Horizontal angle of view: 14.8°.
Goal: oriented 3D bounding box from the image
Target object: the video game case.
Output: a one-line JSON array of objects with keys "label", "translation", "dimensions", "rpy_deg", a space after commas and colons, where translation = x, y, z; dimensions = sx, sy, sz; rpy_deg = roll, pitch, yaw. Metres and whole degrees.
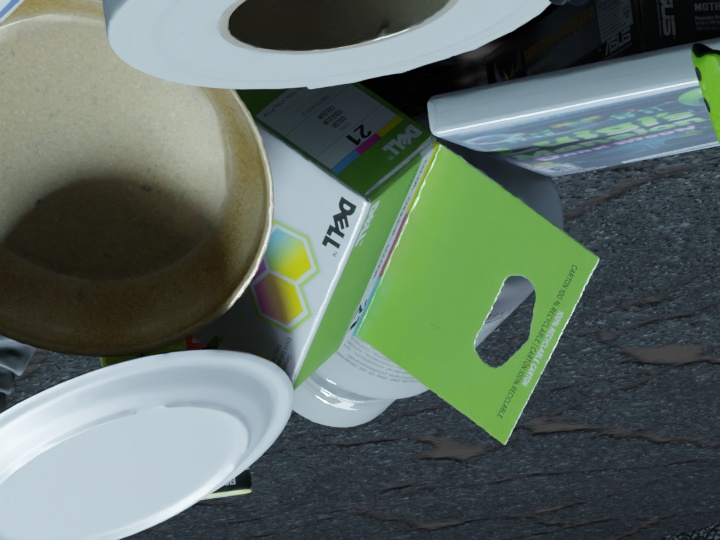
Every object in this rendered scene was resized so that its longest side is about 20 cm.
[{"label": "video game case", "translation": [0.156, -0.082, 1.367], "dimensions": [0.200, 0.023, 0.182], "rpy_deg": [-10, 171, 21]}]

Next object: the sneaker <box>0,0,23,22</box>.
[{"label": "sneaker", "translation": [-0.146, -0.152, 1.073], "dimensions": [0.199, 0.081, 0.115], "rpy_deg": [-9, 153, 29]}]

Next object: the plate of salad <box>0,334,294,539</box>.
[{"label": "plate of salad", "translation": [-0.130, 0.086, 1.389], "dimensions": [0.200, 0.048, 0.200], "rpy_deg": [-19, 155, -9]}]

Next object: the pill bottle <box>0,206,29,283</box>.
[{"label": "pill bottle", "translation": [-0.220, -0.022, 1.435], "dimensions": [0.199, 0.111, 0.111], "rpy_deg": [-11, 166, 5]}]

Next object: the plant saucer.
[{"label": "plant saucer", "translation": [-0.136, -0.051, 1.330], "dimensions": [0.200, 0.200, 0.035], "rpy_deg": [-14, -153, 19]}]

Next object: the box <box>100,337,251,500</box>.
[{"label": "box", "translation": [-0.107, 0.026, 1.504], "dimensions": [0.075, 0.201, 0.050], "rpy_deg": [-5, 174, -10]}]

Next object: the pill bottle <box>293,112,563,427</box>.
[{"label": "pill bottle", "translation": [0.020, 0.006, 1.536], "dimensions": [0.114, 0.115, 0.200], "rpy_deg": [-2, 154, -27]}]

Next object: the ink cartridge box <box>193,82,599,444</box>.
[{"label": "ink cartridge box", "translation": [0.000, 0.000, 1.394], "dimensions": [0.076, 0.200, 0.148], "rpy_deg": [-40, 160, -47]}]

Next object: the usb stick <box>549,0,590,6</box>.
[{"label": "usb stick", "translation": [0.162, -0.166, 1.141], "dimensions": [0.200, 0.033, 0.055], "rpy_deg": [-30, 176, -13]}]

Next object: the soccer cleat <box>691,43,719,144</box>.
[{"label": "soccer cleat", "translation": [0.239, -0.115, 1.218], "dimensions": [0.200, 0.081, 0.068], "rpy_deg": [-31, -160, -5]}]

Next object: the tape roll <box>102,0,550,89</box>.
[{"label": "tape roll", "translation": [-0.014, -0.142, 1.183], "dimensions": [0.202, 0.071, 0.202], "rpy_deg": [-9, 166, -2]}]

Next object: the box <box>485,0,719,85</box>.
[{"label": "box", "translation": [0.172, -0.114, 1.411], "dimensions": [0.158, 0.048, 0.200], "rpy_deg": [-5, 172, -18]}]

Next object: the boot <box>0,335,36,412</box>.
[{"label": "boot", "translation": [-0.189, 0.039, 1.548], "dimensions": [0.199, 0.132, 0.070], "rpy_deg": [11, 163, 2]}]
